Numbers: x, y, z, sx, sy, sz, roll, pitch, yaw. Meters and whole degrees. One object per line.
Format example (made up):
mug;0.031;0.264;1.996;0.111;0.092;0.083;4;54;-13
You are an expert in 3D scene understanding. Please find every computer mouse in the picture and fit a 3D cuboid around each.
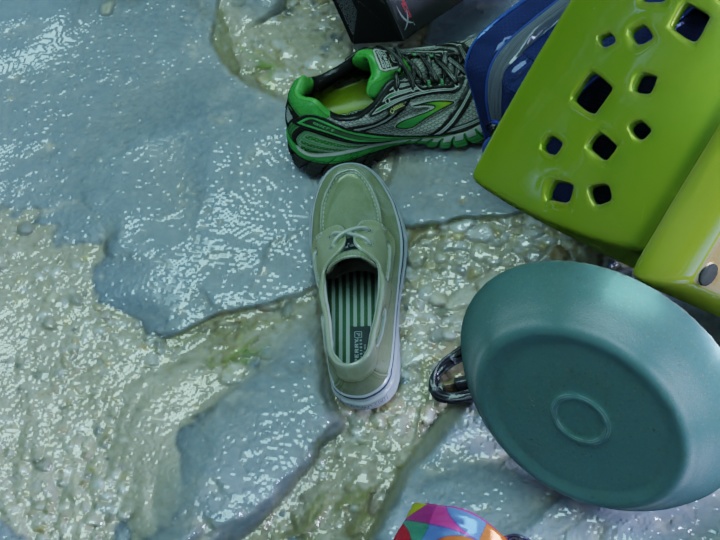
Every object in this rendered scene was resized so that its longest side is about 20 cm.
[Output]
computer mouse;0.146;0.067;1.333;0.199;0.034;0.059;-6;75;10

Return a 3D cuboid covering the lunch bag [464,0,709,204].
lunch bag;0.170;-0.138;1.383;0.200;0.136;0.132;-35;45;-16

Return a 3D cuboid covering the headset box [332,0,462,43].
headset box;0.054;-0.285;1.462;0.200;0.149;0.075;-36;23;-27

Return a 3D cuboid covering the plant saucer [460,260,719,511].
plant saucer;0.146;0.085;1.218;0.199;0.201;0.036;22;45;19

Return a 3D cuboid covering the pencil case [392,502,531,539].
pencil case;0.035;0.242;1.209;0.088;0.088;0.200;21;64;19

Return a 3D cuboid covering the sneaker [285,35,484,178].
sneaker;0.039;-0.133;1.430;0.199;0.085;0.078;-21;59;-6

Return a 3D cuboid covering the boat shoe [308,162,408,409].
boat shoe;0.000;0.000;1.368;0.072;0.062;0.201;-8;58;3

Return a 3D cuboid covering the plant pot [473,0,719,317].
plant pot;0.228;-0.077;1.243;0.181;0.200;0.199;40;104;43
